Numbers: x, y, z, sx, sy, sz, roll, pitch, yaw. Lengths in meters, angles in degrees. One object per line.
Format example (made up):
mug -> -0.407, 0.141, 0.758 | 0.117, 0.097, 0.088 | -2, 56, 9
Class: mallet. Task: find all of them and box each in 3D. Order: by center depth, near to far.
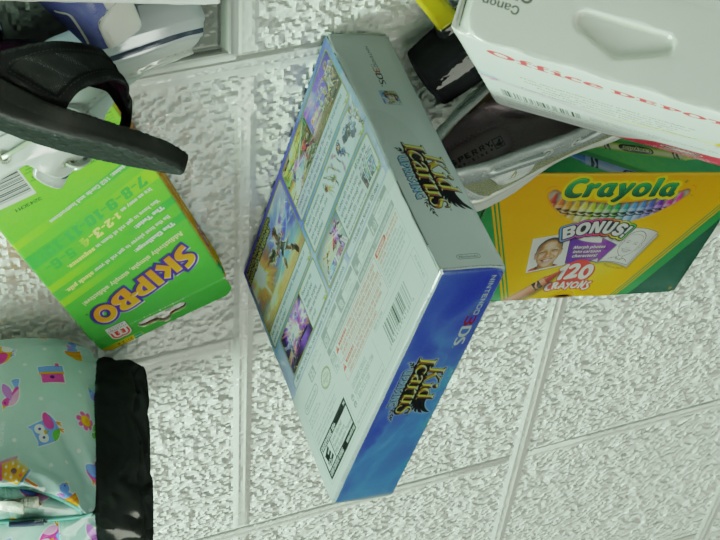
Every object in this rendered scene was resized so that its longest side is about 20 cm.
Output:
mallet -> 0.014, -0.158, 0.802 | 0.066, 0.041, 0.199 | -41, 136, 16

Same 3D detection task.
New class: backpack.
backpack -> -0.228, 0.116, 0.916 | 0.198, 0.168, 0.128 | 0, 128, -10

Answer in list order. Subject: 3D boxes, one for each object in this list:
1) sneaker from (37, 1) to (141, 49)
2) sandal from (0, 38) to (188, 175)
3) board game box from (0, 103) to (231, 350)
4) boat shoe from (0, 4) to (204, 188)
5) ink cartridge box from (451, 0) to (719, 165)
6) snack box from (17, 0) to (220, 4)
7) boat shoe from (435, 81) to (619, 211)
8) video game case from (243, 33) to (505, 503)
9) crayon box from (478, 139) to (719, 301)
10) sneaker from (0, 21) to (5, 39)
sneaker -> -0.188, -0.170, 0.648 | 0.114, 0.081, 0.200 | -26, 136, 9
sandal -> -0.149, -0.086, 0.659 | 0.200, 0.075, 0.048 | 21, 84, -45
board game box -> -0.151, -0.026, 0.874 | 0.095, 0.030, 0.201 | -25, 141, 2
boat shoe -> -0.161, -0.075, 0.760 | 0.198, 0.067, 0.074 | -22, -173, 13
ink cartridge box -> 0.134, -0.115, 0.724 | 0.200, 0.146, 0.086 | 18, 90, -81
snack box -> -0.151, -0.145, 0.608 | 0.198, 0.024, 0.072 | -2, 133, -18
boat shoe -> 0.120, -0.105, 0.866 | 0.201, 0.075, 0.065 | -31, 171, -2
video game case -> 0.000, 0.000, 0.861 | 0.045, 0.182, 0.201 | -4, 139, -26
crayon box -> 0.145, -0.042, 0.992 | 0.198, 0.059, 0.119 | -2, 138, -27
sneaker -> -0.252, -0.104, 0.653 | 0.199, 0.091, 0.070 | 18, 128, -29
